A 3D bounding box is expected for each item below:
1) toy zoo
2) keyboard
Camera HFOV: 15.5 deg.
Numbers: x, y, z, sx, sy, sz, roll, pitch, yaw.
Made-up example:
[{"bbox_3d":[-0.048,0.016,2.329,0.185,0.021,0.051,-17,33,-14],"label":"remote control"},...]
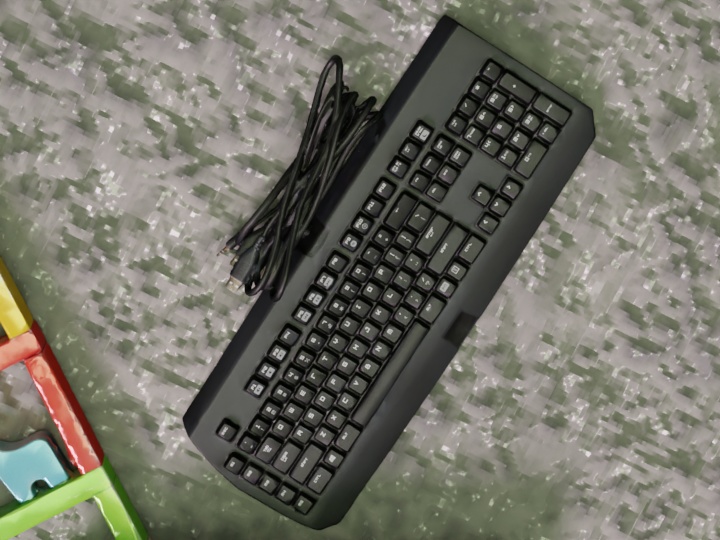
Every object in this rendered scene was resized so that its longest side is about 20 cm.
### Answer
[{"bbox_3d":[-0.181,0.057,1.029,0.131,0.020,0.200,-26,101,2],"label":"toy zoo"},{"bbox_3d":[0.000,0.000,1.019,0.104,0.040,0.200,31,96,-8],"label":"keyboard"}]
